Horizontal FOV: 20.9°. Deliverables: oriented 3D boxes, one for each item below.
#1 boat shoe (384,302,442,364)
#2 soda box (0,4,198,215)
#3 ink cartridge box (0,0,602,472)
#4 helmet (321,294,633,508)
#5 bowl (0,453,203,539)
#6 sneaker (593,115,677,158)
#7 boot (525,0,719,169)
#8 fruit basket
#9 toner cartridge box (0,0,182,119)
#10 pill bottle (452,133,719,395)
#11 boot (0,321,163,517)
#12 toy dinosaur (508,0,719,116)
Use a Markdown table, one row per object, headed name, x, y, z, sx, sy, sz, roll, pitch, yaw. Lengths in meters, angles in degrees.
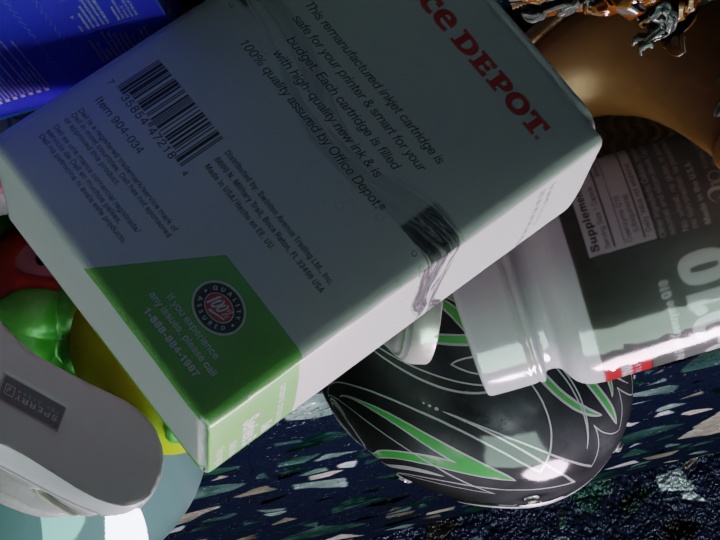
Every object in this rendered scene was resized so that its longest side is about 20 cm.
| name | x | y | z | sx | sy | sz | roll | pitch | yaw |
| --- | --- | --- | --- | --- | --- | --- | --- | --- | --- |
| boat shoe | 0.000 | 0.000 | 1.112 | 0.068 | 0.072 | 0.200 | 4 | -161 | -12 |
| soda box | -0.158 | -0.065 | 0.879 | 0.200 | 0.064 | 0.070 | -11 | 166 | -12 |
| ink cartridge box | -0.026 | -0.039 | 0.799 | 0.200 | 0.146 | 0.084 | -35 | 166 | -16 |
| helmet | 0.080 | 0.059 | 1.293 | 0.200 | 0.200 | 0.191 | -4 | -177 | -33 |
| bowl | -0.189 | 0.077 | 1.173 | 0.200 | 0.201 | 0.105 | -11 | 150 | -12 |
| sneaker | 0.080 | -0.067 | 1.101 | 0.200 | 0.075 | 0.090 | -5 | 173 | -10 |
| boot | 0.176 | -0.072 | 0.951 | 0.200 | 0.155 | 0.077 | -14 | 146 | -3 |
| fruit basket | -0.115 | 0.017 | 1.036 | 0.215 | 0.156 | 0.216 | -11 | 180 | 0 |
| toner cartridge box | -0.131 | -0.117 | 0.747 | 0.095 | 0.043 | 0.200 | -14 | 166 | 3 |
| pill bottle | 0.148 | -0.007 | 1.021 | 0.200 | 0.114 | 0.114 | -17 | 165 | 5 |
| boot | -0.194 | 0.061 | 0.924 | 0.200 | 0.074 | 0.096 | 39 | 145 | -24 |
| toy dinosaur | 0.168 | -0.139 | 0.864 | 0.200 | 0.102 | 0.136 | 3 | 156 | 23 |
